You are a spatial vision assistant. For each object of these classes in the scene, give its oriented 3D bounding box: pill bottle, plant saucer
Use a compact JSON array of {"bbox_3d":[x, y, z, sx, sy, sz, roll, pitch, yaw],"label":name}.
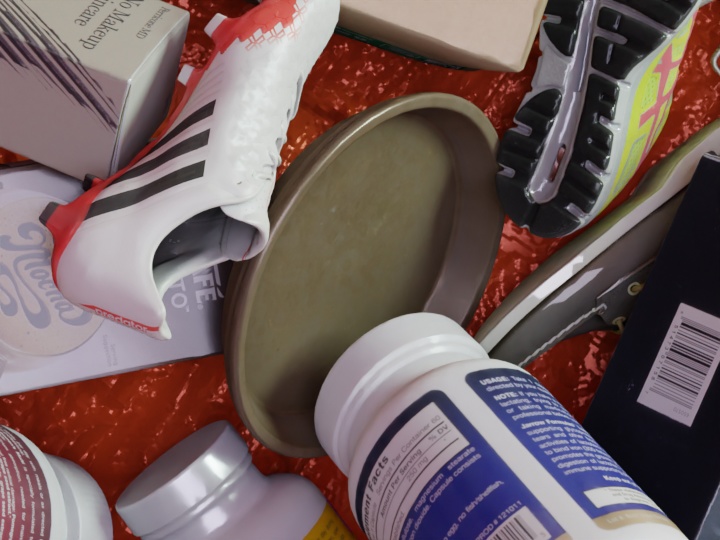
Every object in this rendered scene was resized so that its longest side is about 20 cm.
[{"bbox_3d":[-0.036,0.176,1.230,0.104,0.104,0.200,-38,100,-4],"label":"pill bottle"},{"bbox_3d":[0.000,0.000,1.202,0.029,0.200,0.200,30,90,33],"label":"plant saucer"},{"bbox_3d":[-0.211,0.120,1.144,0.109,0.200,0.110,-8,74,28],"label":"pill bottle"},{"bbox_3d":[0.065,0.114,1.152,0.116,0.200,0.116,-20,133,-22],"label":"pill bottle"}]

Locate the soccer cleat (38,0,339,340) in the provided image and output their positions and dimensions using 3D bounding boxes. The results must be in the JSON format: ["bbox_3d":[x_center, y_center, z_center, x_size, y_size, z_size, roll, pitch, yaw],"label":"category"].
[{"bbox_3d":[-0.062,-0.052,1.115,0.085,0.069,0.200,33,67,22],"label":"soccer cleat"}]

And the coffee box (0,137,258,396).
[{"bbox_3d":[-0.161,0.000,1.206,0.200,0.080,0.113,-11,96,-8],"label":"coffee box"}]

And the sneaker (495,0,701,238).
[{"bbox_3d":[0.133,-0.114,1.240,0.078,0.090,0.200,30,103,21],"label":"sneaker"}]

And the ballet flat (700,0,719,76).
[{"bbox_3d":[0.204,-0.140,1.263,0.069,0.069,0.200,-34,99,-5],"label":"ballet flat"}]

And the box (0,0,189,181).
[{"bbox_3d":[-0.191,-0.117,1.155,0.200,0.082,0.068,21,127,6],"label":"box"}]

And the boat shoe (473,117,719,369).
[{"bbox_3d":[0.143,-0.003,1.259,0.202,0.072,0.060,-40,95,-8],"label":"boat shoe"}]

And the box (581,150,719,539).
[{"bbox_3d":[0.225,0.069,1.226,0.182,0.104,0.200,22,92,-40],"label":"box"}]

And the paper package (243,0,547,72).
[{"bbox_3d":[0.008,-0.213,1.204,0.200,0.103,0.191,18,93,-11],"label":"paper package"}]
